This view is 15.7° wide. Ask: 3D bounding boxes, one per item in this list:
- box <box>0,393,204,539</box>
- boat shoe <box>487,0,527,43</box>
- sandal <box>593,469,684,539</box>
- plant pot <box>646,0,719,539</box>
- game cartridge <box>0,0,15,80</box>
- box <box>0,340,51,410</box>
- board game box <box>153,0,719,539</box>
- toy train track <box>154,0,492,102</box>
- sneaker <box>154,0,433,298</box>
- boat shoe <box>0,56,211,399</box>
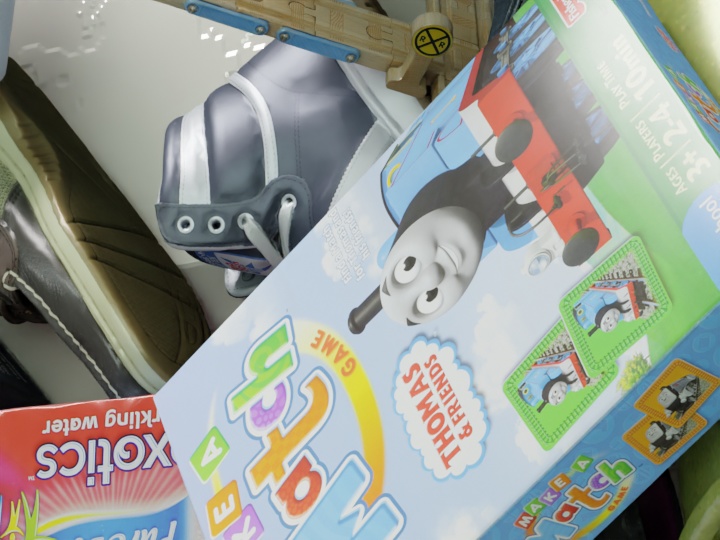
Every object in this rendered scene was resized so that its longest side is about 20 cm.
[{"bbox_3d":[-0.063,0.099,0.897,0.199,0.095,0.100,-6,74,22],"label":"box"},{"bbox_3d":[0.061,-0.119,0.865,0.091,0.071,0.201,28,75,7],"label":"boat shoe"},{"bbox_3d":[0.071,0.058,0.796,0.048,0.075,0.201,-6,65,30],"label":"sandal"},{"bbox_3d":[0.162,-0.007,0.792,0.200,0.200,0.185,-28,55,14],"label":"plant pot"},{"bbox_3d":[-0.211,-0.095,1.011,0.200,0.040,0.134,-17,61,36],"label":"game cartridge"},{"bbox_3d":[-0.234,0.047,0.928,0.148,0.200,0.107,-46,64,5],"label":"box"},{"bbox_3d":[0.031,0.023,0.756,0.200,0.037,0.151,-47,39,18],"label":"board game box"},{"bbox_3d":[0.001,-0.089,0.884,0.115,0.199,0.033,-92,24,-47],"label":"toy train track"},{"bbox_3d":[0.000,0.000,0.911,0.108,0.070,0.200,-32,59,7],"label":"sneaker"},{"bbox_3d":[-0.123,-0.011,0.972,0.066,0.072,0.201,-44,58,13],"label":"boat shoe"}]
